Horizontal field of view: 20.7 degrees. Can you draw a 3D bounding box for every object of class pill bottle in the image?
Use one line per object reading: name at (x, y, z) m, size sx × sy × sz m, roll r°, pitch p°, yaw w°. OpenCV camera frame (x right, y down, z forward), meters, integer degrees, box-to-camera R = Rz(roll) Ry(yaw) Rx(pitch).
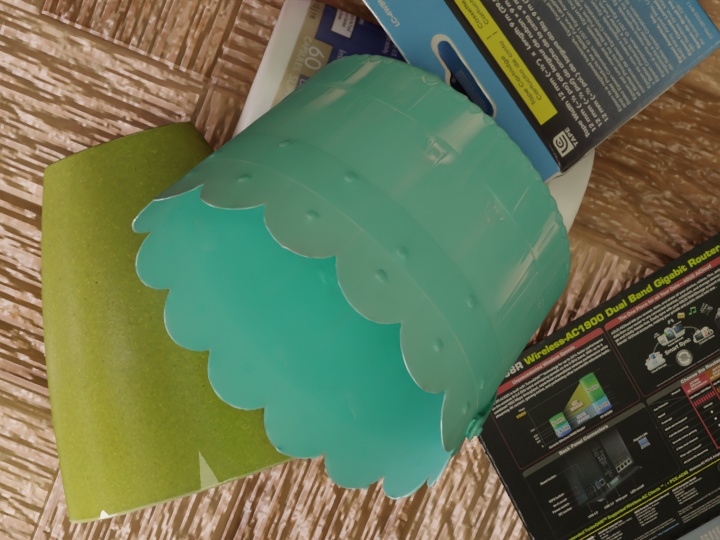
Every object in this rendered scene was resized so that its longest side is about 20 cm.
pill bottle at (0.030, -0.075, 1.151) m, size 0.199 × 0.111 × 0.112 m, roll 21°, pitch 104°, yaw -5°

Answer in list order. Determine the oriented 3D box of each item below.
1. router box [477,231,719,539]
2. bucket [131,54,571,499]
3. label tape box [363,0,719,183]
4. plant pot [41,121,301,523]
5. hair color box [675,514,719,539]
router box at (0.177, 0.092, 1.180) m, size 0.199 × 0.062 × 0.151 m, roll -31°, pitch 66°, yaw 8°
bucket at (0.000, 0.000, 1.014) m, size 0.208 × 0.207 × 0.135 m, roll 50°, pitch 62°, yaw -11°
label tape box at (0.091, -0.130, 1.093) m, size 0.200 × 0.066 × 0.144 m, roll -38°, pitch 93°, yaw -32°
plant pot at (-0.110, 0.022, 1.157) m, size 0.186 × 0.187 × 0.202 m, roll -17°, pitch 90°, yaw 5°
hair color box at (0.190, 0.204, 1.145) m, size 0.199 × 0.099 × 0.061 m, roll -30°, pitch 57°, yaw 6°
